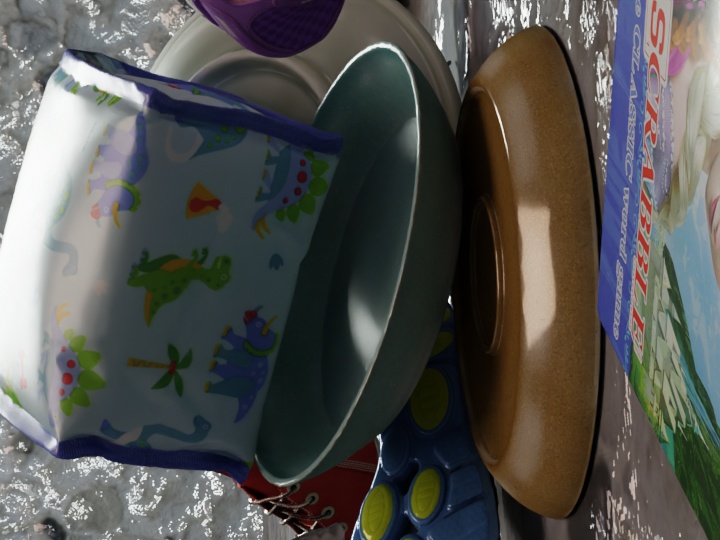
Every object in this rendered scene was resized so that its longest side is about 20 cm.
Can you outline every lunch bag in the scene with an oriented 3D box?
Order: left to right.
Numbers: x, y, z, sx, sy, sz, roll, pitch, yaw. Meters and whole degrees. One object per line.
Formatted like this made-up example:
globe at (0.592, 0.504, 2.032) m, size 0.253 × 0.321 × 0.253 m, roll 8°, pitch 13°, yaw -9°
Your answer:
lunch bag at (-0.112, -0.010, 0.921) m, size 0.200 × 0.127 × 0.170 m, roll 23°, pitch 98°, yaw 55°

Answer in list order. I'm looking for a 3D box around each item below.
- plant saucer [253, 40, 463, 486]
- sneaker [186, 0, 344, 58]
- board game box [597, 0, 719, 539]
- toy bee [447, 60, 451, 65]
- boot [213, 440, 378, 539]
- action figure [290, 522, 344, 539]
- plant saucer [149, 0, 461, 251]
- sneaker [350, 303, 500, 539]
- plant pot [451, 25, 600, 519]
plant saucer at (0.000, 0.000, 0.858) m, size 0.200 × 0.036 × 0.200 m, roll -165°, pitch 90°, yaw -71°
sneaker at (-0.020, -0.137, 0.729) m, size 0.088 × 0.080 × 0.200 m, roll 51°, pitch 158°, yaw 23°
board game box at (0.096, -0.033, 0.405) m, size 0.200 × 0.041 × 0.200 m, roll -106°, pitch 14°, yaw -63°
toy bee at (0.003, -0.026, 1.050) m, size 0.131 × 0.200 × 0.109 m, roll 51°, pitch -165°, yaw 14°
boot at (-0.033, 0.136, 1.090) m, size 0.072 × 0.200 × 0.144 m, roll -9°, pitch 83°, yaw 43°
action figure at (0.059, 0.154, 0.388) m, size 0.193 × 0.105 × 0.200 m, roll 43°, pitch 161°, yaw 28°
plant saucer at (-0.045, -0.056, 0.984) m, size 0.050 × 0.200 × 0.200 m, roll 7°, pitch -101°, yaw -63°
sneaker at (0.037, 0.100, 0.880) m, size 0.083 × 0.071 × 0.200 m, roll 53°, pitch -154°, yaw -45°
plant pot at (0.062, 0.002, 0.791) m, size 0.200 × 0.027 × 0.200 m, roll 177°, pitch 90°, yaw -83°
